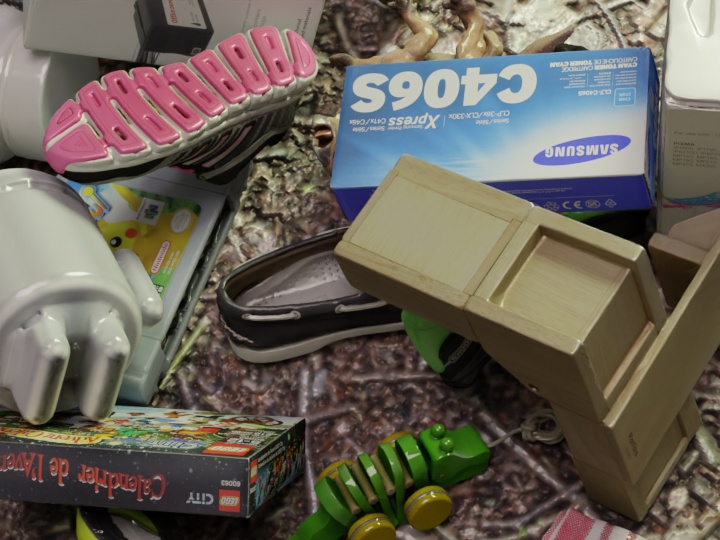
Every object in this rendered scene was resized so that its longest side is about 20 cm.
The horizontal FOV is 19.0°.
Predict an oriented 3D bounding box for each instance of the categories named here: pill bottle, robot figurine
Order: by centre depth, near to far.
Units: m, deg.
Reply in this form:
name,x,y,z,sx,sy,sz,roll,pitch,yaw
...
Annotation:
name,x,y,z,sx,sy,sz,roll,pitch,yaw
robot figurine,-0.211,0.012,1.381,0.169,0.113,0.200,3,36,-31
pill bottle,-0.296,-0.138,1.535,0.198,0.114,0.115,9,62,17

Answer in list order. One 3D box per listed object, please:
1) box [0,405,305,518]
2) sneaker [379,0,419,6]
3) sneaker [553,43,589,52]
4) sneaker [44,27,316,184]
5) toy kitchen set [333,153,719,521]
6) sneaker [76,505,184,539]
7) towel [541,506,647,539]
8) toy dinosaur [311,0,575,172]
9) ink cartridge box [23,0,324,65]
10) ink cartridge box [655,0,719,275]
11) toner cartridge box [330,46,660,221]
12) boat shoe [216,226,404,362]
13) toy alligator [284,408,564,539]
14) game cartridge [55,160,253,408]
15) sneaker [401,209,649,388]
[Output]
name,x,y,z,sx,sy,sz,roll,pitch,yaw
box,-0.146,0.115,1.347,0.198,0.137,0.038,3,96,12
sneaker,0.017,-0.278,1.591,0.089,0.067,0.201,3,60,21
sneaker,0.088,-0.093,1.420,0.199,0.088,0.074,-24,25,-23
sneaker,-0.119,-0.091,1.432,0.199,0.088,0.074,-25,58,-29
toy kitchen set,0.125,0.011,1.321,0.180,0.200,0.164,23,67,32
sneaker,-0.118,0.220,1.305,0.073,0.081,0.200,-4,37,-33
towel,0.175,0.241,1.273,0.199,0.030,0.147,23,67,20
toy dinosaur,0.054,-0.112,1.475,0.198,0.086,0.136,-8,66,-9
ink cartridge box,-0.135,-0.216,1.505,0.198,0.084,0.146,6,41,-15
ink cartridge box,0.231,-0.104,1.359,0.085,0.200,0.149,4,60,6
toner cartridge box,0.085,-0.085,1.347,0.198,0.043,0.096,-3,61,16
boat shoe,0.000,0.000,1.426,0.199,0.060,0.074,-16,53,0
toy alligator,0.038,0.122,1.347,0.199,0.054,0.059,-26,50,-7
game cartridge,-0.169,-0.009,1.482,0.132,0.041,0.201,11,62,21
sneaker,0.110,0.008,1.402,0.199,0.084,0.077,-32,24,-25
